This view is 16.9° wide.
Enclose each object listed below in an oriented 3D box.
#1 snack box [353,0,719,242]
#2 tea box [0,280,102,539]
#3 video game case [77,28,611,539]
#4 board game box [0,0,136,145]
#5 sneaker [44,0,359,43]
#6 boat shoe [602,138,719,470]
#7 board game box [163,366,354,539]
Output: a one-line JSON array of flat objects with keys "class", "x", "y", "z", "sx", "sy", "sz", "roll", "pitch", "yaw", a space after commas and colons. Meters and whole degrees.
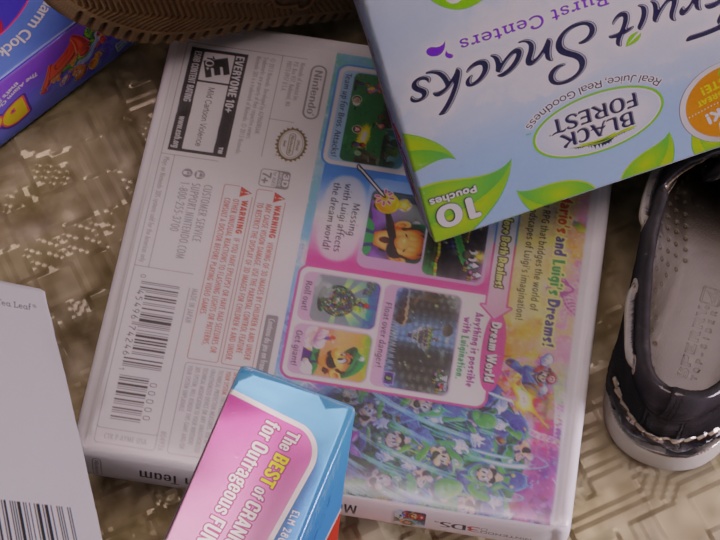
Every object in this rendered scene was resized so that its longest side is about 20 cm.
[{"class": "snack box", "x": 0.065, "y": -0.118, "z": 0.856, "sx": 0.142, "sy": 0.200, "sz": 0.053, "roll": -18, "pitch": 40, "yaw": 0}, {"class": "tea box", "x": -0.217, "y": 0.092, "z": 0.741, "sx": 0.200, "sy": 0.197, "sz": 0.134, "roll": 13, "pitch": 50, "yaw": -41}, {"class": "video game case", "x": 0.000, "y": 0.000, "z": 0.926, "sx": 0.182, "sy": 0.024, "sz": 0.200, "roll": 9, "pitch": 59, "yaw": 2}, {"class": "board game box", "x": -0.207, "y": -0.086, "z": 0.957, "sx": 0.200, "sy": 0.045, "sz": 0.134, "roll": -39, "pitch": 71, "yaw": -18}, {"class": "sneaker", "x": -0.057, "y": -0.155, "z": 0.957, "sx": 0.200, "sy": 0.071, "sz": 0.113, "roll": -6, "pitch": 59, "yaw": -38}, {"class": "boat shoe", "x": 0.140, "y": -0.023, "z": 0.929, "sx": 0.074, "sy": 0.060, "sz": 0.200, "roll": 21, "pitch": 66, "yaw": 8}, {"class": "board game box", "x": -0.059, "y": 0.150, "z": 0.789, "sx": 0.040, "sy": 0.153, "sz": 0.200, "roll": 20, "pitch": 66, "yaw": 6}]
